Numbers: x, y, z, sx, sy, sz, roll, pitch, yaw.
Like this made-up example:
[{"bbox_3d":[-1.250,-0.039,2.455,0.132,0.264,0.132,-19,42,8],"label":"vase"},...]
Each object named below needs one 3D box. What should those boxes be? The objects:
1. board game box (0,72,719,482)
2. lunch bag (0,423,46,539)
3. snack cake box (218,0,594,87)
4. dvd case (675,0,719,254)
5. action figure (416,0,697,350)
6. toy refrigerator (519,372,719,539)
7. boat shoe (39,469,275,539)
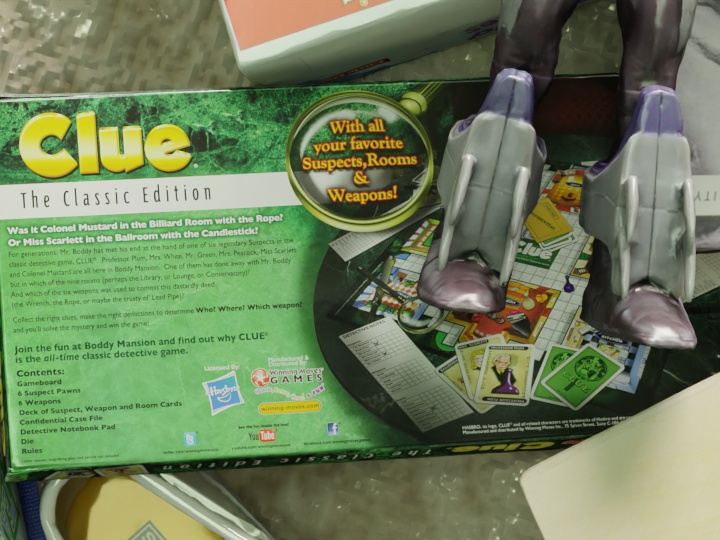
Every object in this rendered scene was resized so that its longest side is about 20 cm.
[{"bbox_3d":[0.000,0.000,0.810,0.200,0.023,0.105,-2,80,-10],"label":"board game box"},{"bbox_3d":[-0.169,0.108,0.810,0.170,0.124,0.200,-8,98,7],"label":"lunch bag"},{"bbox_3d":[-0.005,-0.161,0.838,0.115,0.067,0.200,-17,82,4],"label":"snack cake box"},{"bbox_3d":[0.150,-0.105,0.816,0.149,0.016,0.200,-1,84,-9],"label":"dvd case"},{"bbox_3d":[0.065,-0.085,0.756,0.130,0.069,0.200,7,97,5],"label":"action figure"},{"bbox_3d":[0.151,0.048,0.777,0.200,0.076,0.070,-27,64,7],"label":"toy refrigerator"},{"bbox_3d":[-0.012,0.121,0.808,0.071,0.070,0.200,-44,80,2],"label":"boat shoe"}]
